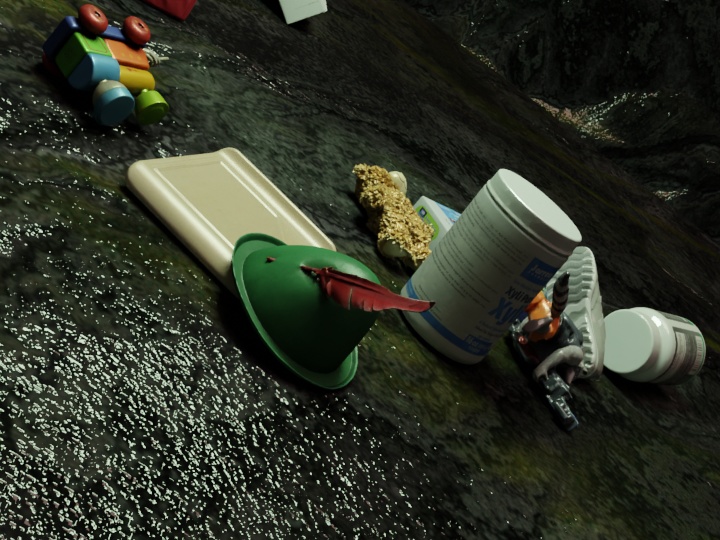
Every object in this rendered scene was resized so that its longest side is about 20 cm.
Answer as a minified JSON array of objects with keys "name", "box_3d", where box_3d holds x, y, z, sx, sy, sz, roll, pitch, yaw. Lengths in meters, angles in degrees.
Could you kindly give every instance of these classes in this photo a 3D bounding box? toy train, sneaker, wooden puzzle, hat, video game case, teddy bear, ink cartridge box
[{"name":"toy train","box_3d":[-0.248,-0.212,1.186,0.117,0.084,0.199,57,24,16]},{"name":"sneaker","box_3d":[0.313,0.065,1.529,0.082,0.074,0.203,37,51,-51]},{"name":"wooden puzzle","box_3d":[-0.132,-0.050,1.114,0.185,0.037,0.200,44,25,9]},{"name":"hat","box_3d":[0.000,0.000,0.984,0.165,0.175,0.202,9,48,-55]},{"name":"video game case","box_3d":[0.180,-0.011,1.551,0.198,0.046,0.182,20,29,-43]},{"name":"teddy bear","box_3d":[0.051,-0.073,1.424,0.144,0.067,0.201,35,21,-20]},{"name":"ink cartridge box","box_3d":[-0.134,-0.589,2.015,0.147,0.085,0.202,-97,170,-63]}]

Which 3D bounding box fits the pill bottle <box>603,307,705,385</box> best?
[{"name":"pill bottle","box_3d":[0.448,0.117,1.650,0.199,0.114,0.114,13,32,-51]}]

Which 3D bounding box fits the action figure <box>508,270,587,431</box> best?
[{"name":"action figure","box_3d":[0.250,0.093,1.350,0.194,0.104,0.201,55,8,-48]}]

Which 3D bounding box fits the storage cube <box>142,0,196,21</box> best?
[{"name":"storage cube","box_3d":[-0.308,-0.509,1.558,0.178,0.172,0.201,21,27,-38]}]

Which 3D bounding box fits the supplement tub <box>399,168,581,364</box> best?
[{"name":"supplement tub","box_3d":[0.149,-0.002,1.254,0.131,0.201,0.132,33,21,-15]}]
